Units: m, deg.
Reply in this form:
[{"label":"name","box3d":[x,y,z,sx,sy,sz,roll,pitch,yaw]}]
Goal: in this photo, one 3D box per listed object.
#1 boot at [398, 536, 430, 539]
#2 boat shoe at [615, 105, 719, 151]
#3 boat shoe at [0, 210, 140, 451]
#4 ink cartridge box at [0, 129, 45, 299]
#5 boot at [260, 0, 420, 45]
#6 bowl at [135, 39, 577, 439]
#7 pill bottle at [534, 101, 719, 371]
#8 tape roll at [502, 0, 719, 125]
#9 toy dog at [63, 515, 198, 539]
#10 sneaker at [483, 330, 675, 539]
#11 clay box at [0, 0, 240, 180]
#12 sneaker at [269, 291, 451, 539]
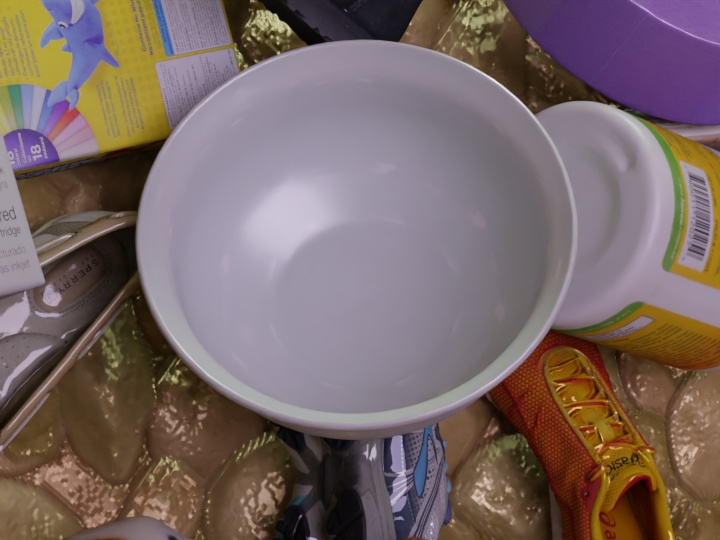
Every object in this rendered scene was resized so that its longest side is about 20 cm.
[{"label":"boot","box3d":[0.057,0.215,1.434,0.200,0.076,0.156,26,64,-53]},{"label":"boat shoe","box3d":[0.200,-0.092,1.602,0.199,0.072,0.065,-10,79,-32]},{"label":"boat shoe","box3d":[-0.171,0.042,1.371,0.201,0.063,0.073,-41,102,-28]},{"label":"ink cartridge box","box3d":[-0.231,-0.070,1.264,0.147,0.083,0.201,-15,89,-55]},{"label":"boot","box3d":[0.008,-0.215,1.423,0.200,0.066,0.165,-53,129,-5]},{"label":"bowl","box3d":[0.000,0.000,1.394,0.200,0.090,0.202,-1,63,3]},{"label":"pill bottle","box3d":[0.155,-0.010,1.512,0.200,0.111,0.112,17,72,-51]},{"label":"tape roll","box3d":[0.161,-0.174,1.549,0.199,0.066,0.201,15,52,-20]},{"label":"toy dog","box3d":[-0.092,0.212,1.364,0.193,0.140,0.201,-7,86,4]},{"label":"sneaker","box3d":[0.117,0.082,1.519,0.073,0.077,0.201,-24,90,-29]},{"label":"clay box","box3d":[-0.157,-0.103,1.411,0.199,0.048,0.116,-14,88,-30]},{"label":"sneaker","box3d":[0.005,0.089,1.470,0.086,0.077,0.201,25,66,-48]}]
